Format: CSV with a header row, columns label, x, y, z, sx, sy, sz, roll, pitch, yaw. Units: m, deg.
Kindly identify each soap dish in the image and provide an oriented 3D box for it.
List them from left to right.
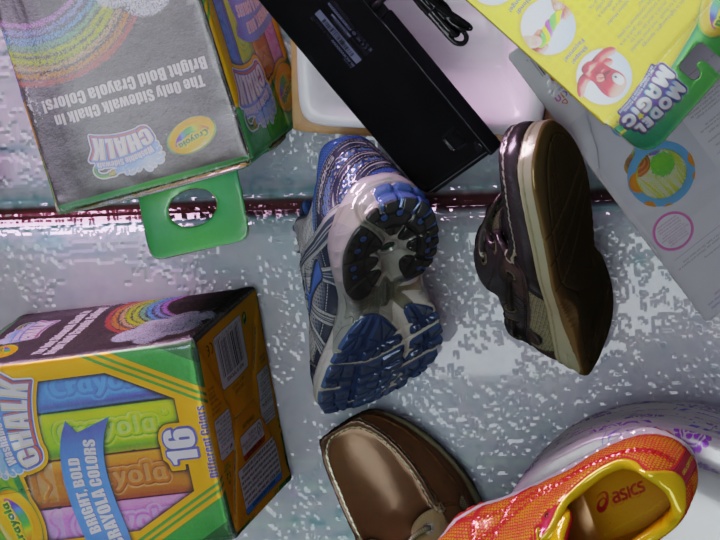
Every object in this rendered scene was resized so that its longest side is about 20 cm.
label,x,y,z,sx,sy,sz,roll,pitch,yaw
soap dish,0.040,-0.174,1.655,0.157,0.081,0.201,3,106,14

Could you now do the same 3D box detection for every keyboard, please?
label,x,y,z,sx,sy,sz,roll,pitch,yaw
keyboard,0.005,-0.138,1.593,0.200,0.021,0.127,49,146,-5

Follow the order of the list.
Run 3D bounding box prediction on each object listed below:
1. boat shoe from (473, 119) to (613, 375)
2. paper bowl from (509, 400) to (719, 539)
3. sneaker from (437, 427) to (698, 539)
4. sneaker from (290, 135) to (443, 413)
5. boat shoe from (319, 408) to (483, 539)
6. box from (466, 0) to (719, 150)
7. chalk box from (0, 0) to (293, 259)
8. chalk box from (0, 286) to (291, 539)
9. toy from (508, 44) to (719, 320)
label,x,y,z,sx,sy,sz,roll,pitch,yaw
boat shoe,0.093,-0.010,1.648,0.065,0.073,0.200,9,145,20
paper bowl,0.175,0.171,1.698,0.200,0.104,0.201,4,106,15
sneaker,0.093,0.152,1.621,0.200,0.077,0.073,-39,93,22
sneaker,0.000,0.000,1.703,0.200,0.077,0.085,100,148,-49
boat shoe,0.044,0.173,1.750,0.076,0.074,0.200,-33,94,20
box,0.114,-0.166,1.560,0.200,0.048,0.117,43,102,8
chalk box,-0.114,-0.110,1.693,0.124,0.124,0.201,-13,102,17
chalk box,-0.159,0.093,1.758,0.199,0.125,0.124,-8,102,18
toy,0.177,-0.084,1.646,0.115,0.047,0.200,-37,116,4
